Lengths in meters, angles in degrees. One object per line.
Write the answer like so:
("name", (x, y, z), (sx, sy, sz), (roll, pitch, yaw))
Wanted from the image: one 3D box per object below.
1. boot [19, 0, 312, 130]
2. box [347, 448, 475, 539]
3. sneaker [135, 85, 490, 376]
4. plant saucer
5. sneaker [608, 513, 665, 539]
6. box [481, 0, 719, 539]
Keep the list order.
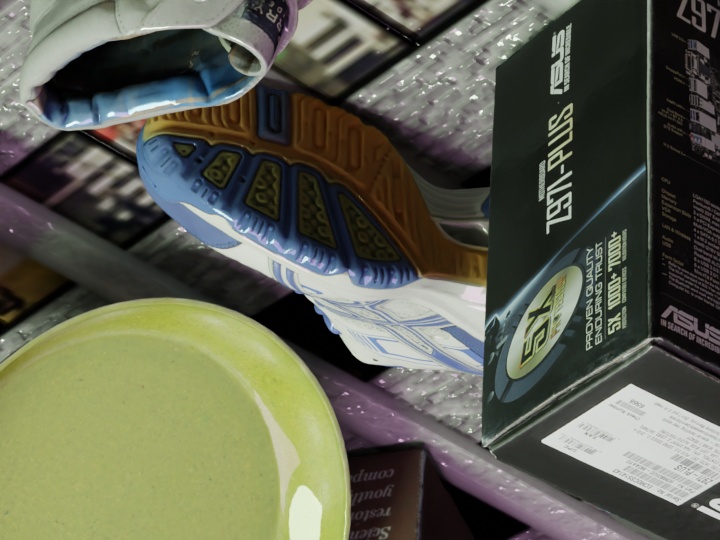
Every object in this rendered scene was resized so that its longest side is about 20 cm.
("boot", (-0.019, -0.101, 0.897), (0.200, 0.096, 0.074), (-19, 138, 29))
("box", (-0.021, 0.206, 1.258), (0.165, 0.165, 0.200), (-8, 142, 17))
("sneaker", (0.000, 0.000, 1.051), (0.200, 0.075, 0.088), (22, 141, -21))
("plant saucer", (-0.095, 0.104, 1.112), (0.200, 0.200, 0.031), (36, 172, -36))
("sneaker", (0.193, 0.083, 1.143), (0.199, 0.076, 0.079), (10, 141, -8))
("box", (0.144, 0.014, 0.979), (0.200, 0.164, 0.086), (26, 139, -27))
